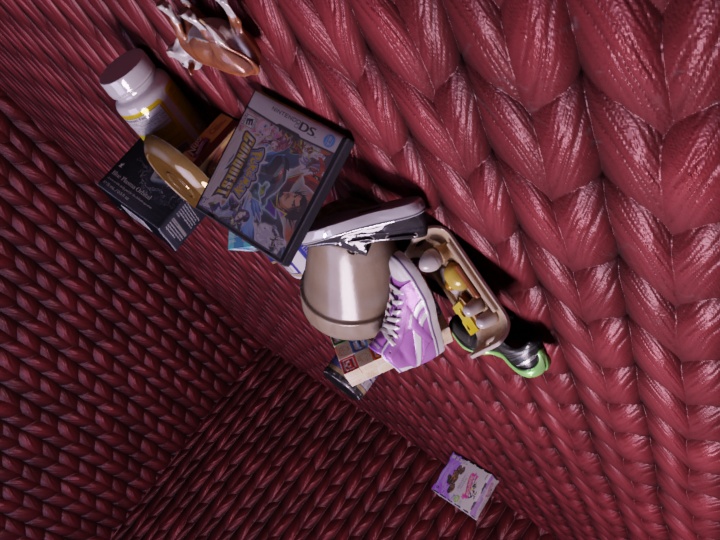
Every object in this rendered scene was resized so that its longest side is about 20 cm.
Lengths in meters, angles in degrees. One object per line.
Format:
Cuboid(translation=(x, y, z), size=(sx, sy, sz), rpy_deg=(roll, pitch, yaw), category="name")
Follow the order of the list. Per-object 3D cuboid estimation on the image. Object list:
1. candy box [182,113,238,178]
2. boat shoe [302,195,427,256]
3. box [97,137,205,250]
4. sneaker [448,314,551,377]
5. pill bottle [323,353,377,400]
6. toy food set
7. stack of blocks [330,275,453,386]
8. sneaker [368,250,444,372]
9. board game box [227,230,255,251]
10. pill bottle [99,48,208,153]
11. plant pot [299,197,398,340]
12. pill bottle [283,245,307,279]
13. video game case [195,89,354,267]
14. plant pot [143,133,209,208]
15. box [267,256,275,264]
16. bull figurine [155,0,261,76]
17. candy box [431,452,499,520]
Cuboid(translation=(-0.240, -0.178, 1.167), size=(0.056, 0.117, 0.200), rpy_deg=(30, 163, 26), category="candy box")
Cuboid(translation=(0.004, -0.053, 0.903), size=(0.070, 0.198, 0.067), rpy_deg=(-64, -42, -67), category="boat shoe")
Cuboid(translation=(-0.439, -0.191, 1.407), size=(0.196, 0.201, 0.118), rpy_deg=(33, 164, 15), category="box")
Cuboid(translation=(0.227, 0.102, 1.026), size=(0.199, 0.076, 0.085), rpy_deg=(20, 134, 48), category="sneaker")
Cuboid(translation=(0.013, 0.193, 1.466), size=(0.111, 0.201, 0.112), rpy_deg=(34, 163, 12), category="pill bottle")
Cuboid(translation=(0.137, 0.037, 0.950), size=(0.201, 0.060, 0.144), rpy_deg=(58, 166, 11), category="toy food set")
Cuboid(translation=(0.049, 0.107, 1.109), size=(0.059, 0.198, 0.116), rpy_deg=(64, -178, -56), category="stack of blocks")
Cuboid(translation=(0.059, 0.075, 0.976), size=(0.073, 0.113, 0.202), rpy_deg=(42, 155, 62), category="sneaker")
Cuboid(translation=(-0.171, -0.135, 1.016), size=(0.046, 0.203, 0.151), rpy_deg=(4, 179, -25), category="board game box")
Cuboid(translation=(-0.371, -0.294, 1.144), size=(0.114, 0.115, 0.200), rpy_deg=(23, 157, 42), category="pill bottle")
Cuboid(translation=(-0.013, -0.015, 1.033), size=(0.199, 0.200, 0.175), rpy_deg=(29, 146, 29), category="plant pot")
Cuboid(translation=(-0.139, -0.088, 1.185), size=(0.119, 0.120, 0.200), rpy_deg=(20, 155, 47), category="pill bottle")
Cuboid(translation=(-0.129, -0.137, 0.906), size=(0.180, 0.201, 0.025), rpy_deg=(31, -174, 22), category="video game case")
Cuboid(translation=(-0.318, -0.162, 1.125), size=(0.199, 0.028, 0.200), rpy_deg=(35, 163, 12), category="plant pot")
Cuboid(translation=(-0.229, -0.111, 1.385), size=(0.200, 0.032, 0.122), rpy_deg=(76, 168, -63), category="box")
Cuboid(translation=(-0.207, -0.311, 0.827), size=(0.199, 0.065, 0.122), rpy_deg=(24, 162, 38), category="bull figurine")
Cuboid(translation=(0.395, 0.812, 2.360), size=(0.199, 0.168, 0.072), rpy_deg=(16, 155, 50), category="candy box")
